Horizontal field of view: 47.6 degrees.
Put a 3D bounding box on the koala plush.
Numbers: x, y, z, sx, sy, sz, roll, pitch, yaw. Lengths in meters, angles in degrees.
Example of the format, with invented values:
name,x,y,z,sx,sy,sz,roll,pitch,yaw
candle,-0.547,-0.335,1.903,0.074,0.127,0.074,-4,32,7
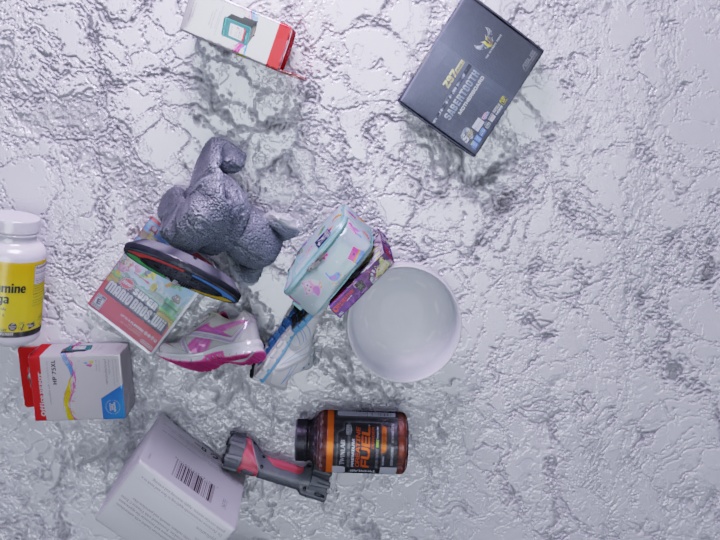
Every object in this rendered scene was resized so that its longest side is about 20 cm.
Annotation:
name,x,y,z,sx,sy,sz,roll,pitch,yaw
koala plush,-0.204,-0.070,1.308,0.199,0.185,0.177,36,110,-28

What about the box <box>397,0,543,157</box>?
name,x,y,z,sx,sy,sz,roll,pitch,yaw
box,0.175,-0.312,1.314,0.156,0.051,0.202,33,100,-8

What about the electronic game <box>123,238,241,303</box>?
name,x,y,z,sx,sy,sz,roll,pitch,yaw
electronic game,-0.279,0.005,1.285,0.196,0.200,0.042,25,78,-7

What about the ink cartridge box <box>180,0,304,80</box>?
name,x,y,z,sx,sy,sz,roll,pitch,yaw
ink cartridge box,-0.165,-0.359,1.251,0.196,0.116,0.069,21,102,-7

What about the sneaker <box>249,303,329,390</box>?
name,x,y,z,sx,sy,sz,roll,pitch,yaw
sneaker,-0.103,0.121,1.405,0.086,0.075,0.201,33,103,-23

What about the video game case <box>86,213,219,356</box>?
name,x,y,z,sx,sy,sz,roll,pitch,yaw
video game case,-0.354,0.026,1.393,0.142,0.017,0.201,38,99,-9

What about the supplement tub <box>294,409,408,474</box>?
name,x,y,z,sx,sy,sz,roll,pitch,yaw
supplement tub,-0.017,0.298,1.422,0.194,0.107,0.110,1,104,-2

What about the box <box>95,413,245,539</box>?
name,x,y,z,sx,sy,sz,roll,pitch,yaw
box,-0.313,0.382,1.385,0.198,0.200,0.131,39,98,-10

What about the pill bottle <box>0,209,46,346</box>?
name,x,y,z,sx,sy,sz,roll,pitch,yaw
pill bottle,-0.573,0.010,1.332,0.109,0.113,0.205,8,103,-4

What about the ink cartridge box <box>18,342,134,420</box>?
name,x,y,z,sx,sy,sz,roll,pitch,yaw
ink cartridge box,-0.495,0.190,1.400,0.194,0.067,0.120,-2,103,-1

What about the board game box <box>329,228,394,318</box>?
name,x,y,z,sx,sy,sz,roll,pitch,yaw
board game box,0.000,0.000,1.305,0.032,0.200,0.121,39,99,-9

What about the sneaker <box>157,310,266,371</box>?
name,x,y,z,sx,sy,sz,roll,pitch,yaw
sneaker,-0.252,0.118,1.392,0.195,0.081,0.091,-8,69,13

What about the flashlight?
name,x,y,z,sx,sy,sz,roll,pitch,yaw
flashlight,-0.148,0.346,1.455,0.195,0.068,0.069,18,99,-11

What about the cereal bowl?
name,x,y,z,sx,sy,sz,roll,pitch,yaw
cereal bowl,0.071,0.082,1.387,0.194,0.083,0.206,0,103,-2

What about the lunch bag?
name,x,y,z,sx,sy,sz,roll,pitch,yaw
lunch bag,-0.054,-0.019,1.299,0.077,0.200,0.161,42,101,-9
